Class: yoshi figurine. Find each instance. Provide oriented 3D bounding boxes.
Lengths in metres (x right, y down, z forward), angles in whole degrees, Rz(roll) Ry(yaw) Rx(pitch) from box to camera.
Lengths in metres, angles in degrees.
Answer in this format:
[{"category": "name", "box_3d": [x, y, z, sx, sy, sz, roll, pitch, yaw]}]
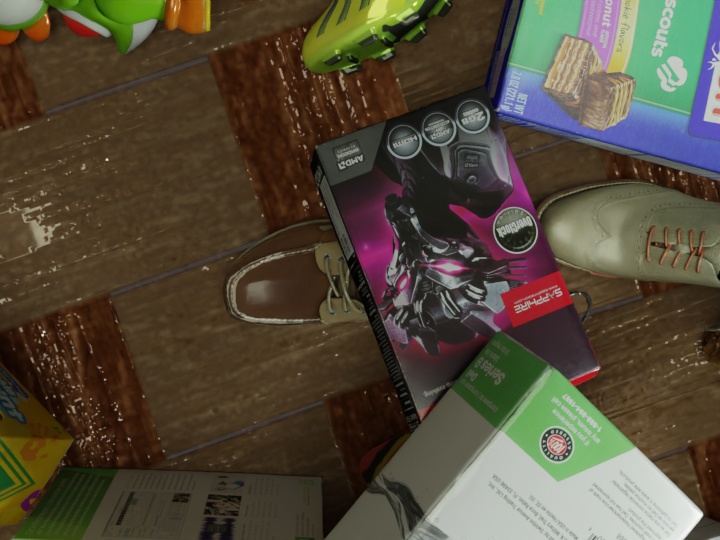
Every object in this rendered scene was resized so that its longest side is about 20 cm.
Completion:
[{"category": "yoshi figurine", "box_3d": [-0.192, -0.211, 0.724, 0.196, 0.112, 0.114, 0, 83, 0]}]

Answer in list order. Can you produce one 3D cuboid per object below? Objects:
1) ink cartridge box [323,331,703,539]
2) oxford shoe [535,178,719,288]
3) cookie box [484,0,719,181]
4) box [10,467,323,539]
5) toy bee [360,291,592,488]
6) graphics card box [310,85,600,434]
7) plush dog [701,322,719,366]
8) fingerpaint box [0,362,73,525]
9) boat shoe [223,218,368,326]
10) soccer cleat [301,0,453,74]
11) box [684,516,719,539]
[{"category": "ink cartridge box", "box_3d": [0.076, 0.163, 0.655, 0.146, 0.084, 0.200, 42, 88, -21]}, {"category": "oxford shoe", "box_3d": [0.220, -0.024, 0.782, 0.196, 0.074, 0.072, 3, 99, -3]}, {"category": "cookie box", "box_3d": [0.199, -0.164, 0.759, 0.196, 0.075, 0.174, 14, 97, -5]}, {"category": "box", "box_3d": [-0.122, 0.175, 0.762, 0.196, 0.144, 0.037, 4, 98, -3]}, {"category": "toy bee", "box_3d": [0.093, 0.117, 0.770, 0.129, 0.109, 0.201, 14, 123, -38]}, {"category": "graphics card box", "box_3d": [0.058, -0.004, 0.722, 0.124, 0.051, 0.203, -19, 81, -9]}, {"category": "plush dog", "box_3d": [0.336, 0.092, 0.763, 0.160, 0.199, 0.174, -33, 73, 32]}, {"category": "fingerpaint box", "box_3d": [-0.302, 0.066, 0.687, 0.199, 0.166, 0.074, 39, 97, 25]}, {"category": "boat shoe", "box_3d": [0.000, 0.000, 0.777, 0.196, 0.072, 0.077, -12, 99, -1]}, {"category": "soccer cleat", "box_3d": [0.031, -0.209, 0.740, 0.199, 0.064, 0.084, -37, 79, 25]}, {"category": "box", "box_3d": [0.189, 0.267, 0.790, 0.198, 0.041, 0.159, -2, 101, -39]}]
